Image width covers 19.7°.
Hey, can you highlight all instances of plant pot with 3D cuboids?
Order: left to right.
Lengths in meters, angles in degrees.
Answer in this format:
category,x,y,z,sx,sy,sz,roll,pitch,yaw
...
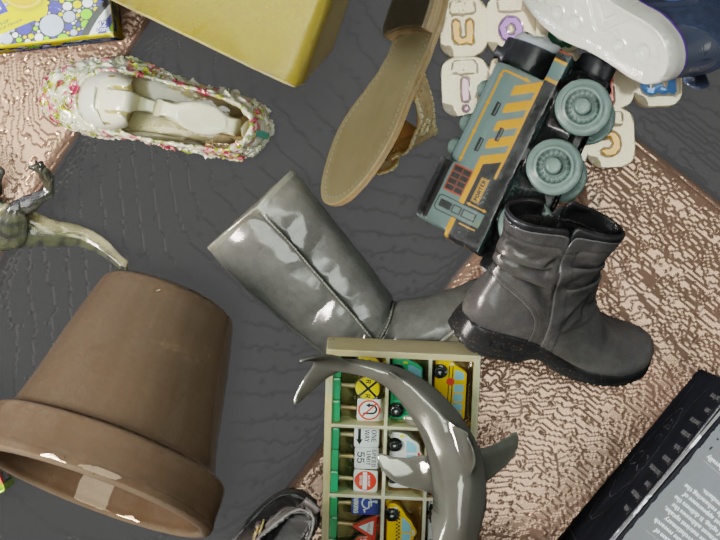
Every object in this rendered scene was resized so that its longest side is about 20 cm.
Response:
category,x,y,z,sx,sy,sz,roll,pitch,yaw
plant pot,-0.184,0.100,1.667,0.200,0.200,0.175,20,73,0
plant pot,-0.080,-0.285,1.612,0.194,0.196,0.200,26,106,0

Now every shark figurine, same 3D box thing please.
category,x,y,z,sx,sy,sz,roll,pitch,yaw
shark figurine,0.052,0.123,1.613,0.128,0.089,0.215,-38,96,-13

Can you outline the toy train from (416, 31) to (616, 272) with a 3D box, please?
category,x,y,z,sx,sy,sz,roll,pitch,yaw
toy train,0.128,-0.094,1.680,0.114,0.085,0.200,26,92,10

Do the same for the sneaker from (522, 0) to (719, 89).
category,x,y,z,sx,sy,sz,roll,pitch,yaw
sneaker,0.231,-0.228,1.684,0.146,0.081,0.200,-22,51,-36

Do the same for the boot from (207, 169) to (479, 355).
category,x,y,z,sx,sy,sz,roll,pitch,yaw
boot,0.001,-0.001,1.709,0.182,0.073,0.200,-37,86,1

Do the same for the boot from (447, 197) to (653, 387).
category,x,y,z,sx,sy,sz,roll,pitch,yaw
boot,0.178,0.017,1.644,0.200,0.070,0.132,9,122,-35

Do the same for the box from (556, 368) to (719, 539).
category,x,y,z,sx,sy,sz,roll,pitch,yaw
box,0.264,0.195,1.639,0.124,0.200,0.197,41,92,0

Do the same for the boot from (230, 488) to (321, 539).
category,x,y,z,sx,sy,sz,roll,pitch,yaw
boot,-0.097,0.253,1.659,0.069,0.174,0.200,34,92,0

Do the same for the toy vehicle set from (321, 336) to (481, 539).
category,x,y,z,sx,sy,sz,roll,pitch,yaw
toy vehicle set,0.031,0.152,1.693,0.124,0.027,0.200,2,112,0

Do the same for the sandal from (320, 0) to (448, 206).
category,x,y,z,sx,sy,sz,roll,pitch,yaw
sandal,0.041,-0.137,1.700,0.070,0.078,0.212,28,77,-35

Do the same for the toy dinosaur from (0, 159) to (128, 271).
category,x,y,z,sx,sy,sz,roll,pitch,yaw
toy dinosaur,-0.289,-0.050,1.718,0.200,0.047,0.088,4,106,0

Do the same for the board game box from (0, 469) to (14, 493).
category,x,y,z,sx,sy,sz,roll,pitch,yaw
board game box,-0.401,0.169,1.725,0.200,0.048,0.102,-21,91,1

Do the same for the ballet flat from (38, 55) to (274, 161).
category,x,y,z,sx,sy,sz,roll,pitch,yaw
ballet flat,-0.169,-0.136,1.704,0.200,0.064,0.076,8,93,1

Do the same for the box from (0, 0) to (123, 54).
category,x,y,z,sx,sy,sz,roll,pitch,yaw
box,-0.299,-0.212,1.703,0.200,0.064,0.070,-6,92,1

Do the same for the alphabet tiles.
category,x,y,z,sx,sy,sz,roll,pitch,yaw
alphabet tiles,0.165,-0.181,1.721,0.200,0.015,0.196,-3,91,1
